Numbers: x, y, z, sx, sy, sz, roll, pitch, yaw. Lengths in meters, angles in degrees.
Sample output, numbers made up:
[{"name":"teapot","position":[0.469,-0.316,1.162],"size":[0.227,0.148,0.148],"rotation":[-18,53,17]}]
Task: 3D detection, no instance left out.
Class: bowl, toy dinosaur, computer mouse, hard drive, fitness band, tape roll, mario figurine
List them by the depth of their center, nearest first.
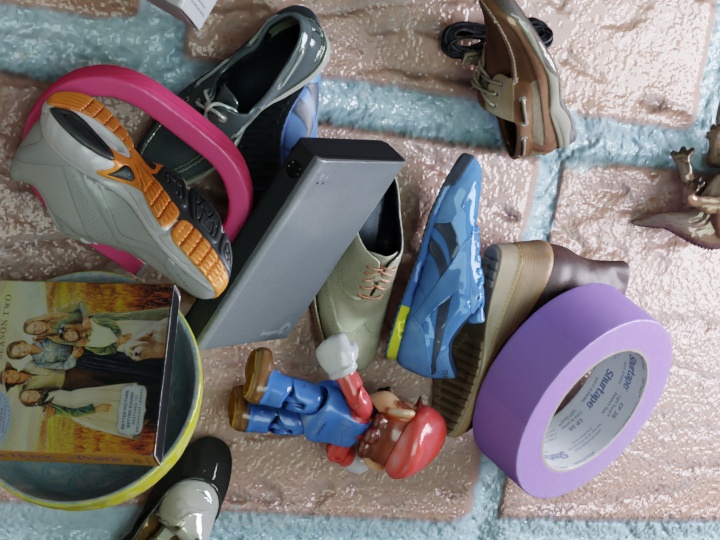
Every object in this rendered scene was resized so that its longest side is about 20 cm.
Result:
[{"name":"fitness band","position":[-0.182,-0.079,1.445],"size":[0.199,0.038,0.144],"rotation":[36,114,-15]},{"name":"bowl","position":[-0.220,0.113,1.467],"size":[0.200,0.200,0.108],"rotation":[-41,159,-11]},{"name":"hard drive","position":[-0.058,-0.022,1.491],"size":[0.139,0.033,0.201],"rotation":[-5,135,-58]},{"name":"computer mouse","position":[0.114,-0.285,1.579],"size":[0.109,0.044,0.202],"rotation":[-15,114,-17]},{"name":"mario figurine","position":[-0.016,0.121,1.591],"size":[0.198,0.123,0.107],"rotation":[18,76,-16]},{"name":"tape roll","position":[0.199,0.113,1.654],"size":[0.199,0.066,0.201],"rotation":[-29,139,-28]},{"name":"toy dinosaur","position":[0.371,-0.066,1.733],"size":[0.199,0.086,0.136],"rotation":[-34,121,-8]}]

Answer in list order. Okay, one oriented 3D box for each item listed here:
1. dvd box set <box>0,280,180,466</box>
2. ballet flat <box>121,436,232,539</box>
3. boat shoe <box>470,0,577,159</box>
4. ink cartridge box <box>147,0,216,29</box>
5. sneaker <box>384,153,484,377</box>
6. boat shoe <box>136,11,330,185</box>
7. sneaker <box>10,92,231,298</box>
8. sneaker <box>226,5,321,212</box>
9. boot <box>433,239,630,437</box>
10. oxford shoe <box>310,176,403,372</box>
[{"name":"dvd box set","position":[-0.249,0.079,1.410],"size":[0.198,0.029,0.148],"rotation":[2,67,7]},{"name":"ballet flat","position":[-0.170,0.240,1.555],"size":[0.068,0.068,0.201],"rotation":[38,85,-27]},{"name":"boat shoe","position":[0.136,-0.166,1.574],"size":[0.071,0.076,0.201],"rotation":[-28,137,1]},{"name":"ink cartridge box","position":[-0.143,-0.317,1.391],"size":[0.145,0.083,0.201],"rotation":[30,88,7]},{"name":"sneaker","position":[0.086,-0.002,1.597],"size":[0.078,0.066,0.202],"rotation":[18,93,9]},{"name":"boat shoe","position":[-0.114,-0.144,1.467],"size":[0.199,0.062,0.073],"rotation":[-38,75,2]},{"name":"sneaker","position":[-0.190,-0.045,1.400],"size":[0.200,0.076,0.092],"rotation":[46,120,-5]},{"name":"sneaker","position":[-0.066,-0.125,1.529],"size":[0.078,0.065,0.202],"rotation":[17,81,-67]},{"name":"boot","position":[0.165,0.072,1.673],"size":[0.165,0.072,0.202],"rotation":[10,106,-33]},{"name":"oxford shoe","position":[0.000,0.000,1.574],"size":[0.070,0.074,0.202],"rotation":[-7,106,-26]}]
